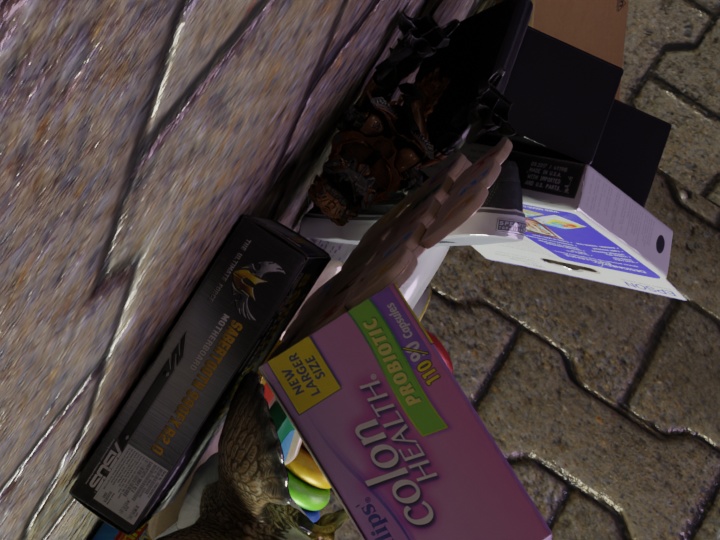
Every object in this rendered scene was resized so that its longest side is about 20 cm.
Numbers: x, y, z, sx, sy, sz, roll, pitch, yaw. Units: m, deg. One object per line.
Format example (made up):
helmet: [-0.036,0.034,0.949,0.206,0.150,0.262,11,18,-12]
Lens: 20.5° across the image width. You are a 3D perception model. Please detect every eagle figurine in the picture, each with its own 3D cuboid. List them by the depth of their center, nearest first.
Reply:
eagle figurine: [-0.075,0.155,1.212,0.200,0.150,0.152,39,40,-59]

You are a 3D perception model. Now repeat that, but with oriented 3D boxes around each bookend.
bookend: [0.155,-0.113,1.492,0.200,0.198,0.092,171,-60,-74]

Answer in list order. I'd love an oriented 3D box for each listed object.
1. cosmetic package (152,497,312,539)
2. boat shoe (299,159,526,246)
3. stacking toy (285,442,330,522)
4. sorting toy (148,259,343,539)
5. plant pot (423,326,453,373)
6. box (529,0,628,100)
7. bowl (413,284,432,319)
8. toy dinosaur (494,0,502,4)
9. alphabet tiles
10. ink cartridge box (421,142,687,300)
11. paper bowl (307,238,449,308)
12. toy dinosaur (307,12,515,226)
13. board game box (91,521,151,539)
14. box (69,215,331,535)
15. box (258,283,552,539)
cosmetic package: [-0.102,0.231,1.409,0.107,0.090,0.200,-35,167,-29]
boat shoe: [0.038,-0.047,1.438,0.069,0.200,0.057,6,85,-49]
stacking toy: [-0.048,0.168,1.612,0.200,0.085,0.085,-55,177,11]
sorting toy: [-0.072,0.098,1.461,0.200,0.036,0.186,-28,140,-61]
plant pot: [0.006,0.149,2.403,0.183,0.200,0.201,-62,179,-24]
box: [0.199,-0.221,1.868,0.163,0.021,0.201,-13,112,-49]
bowl: [-0.030,0.067,1.796,0.201,0.094,0.201,-52,-174,8]
toy dinosaur: [0.151,-0.229,1.944,0.136,0.086,0.200,-49,-165,21]
alphabet tiles: [0.016,-0.012,1.302,0.195,0.015,0.200,-38,-171,28]
ink cartridge box: [0.132,-0.043,1.518,0.200,0.198,0.044,34,73,-51]
paper bowl: [0.000,0.000,1.633,0.201,0.104,0.201,-56,176,-7]
toy dinosaur: [0.022,-0.101,1.334,0.136,0.102,0.200,-42,-154,30]
board game box: [-0.164,0.206,1.581,0.196,0.056,0.200,-55,176,-27]
box: [-0.096,0.062,1.245,0.200,0.048,0.158,-57,176,2]
box: [0.033,0.122,1.236,0.097,0.176,0.200,-32,167,-1]
